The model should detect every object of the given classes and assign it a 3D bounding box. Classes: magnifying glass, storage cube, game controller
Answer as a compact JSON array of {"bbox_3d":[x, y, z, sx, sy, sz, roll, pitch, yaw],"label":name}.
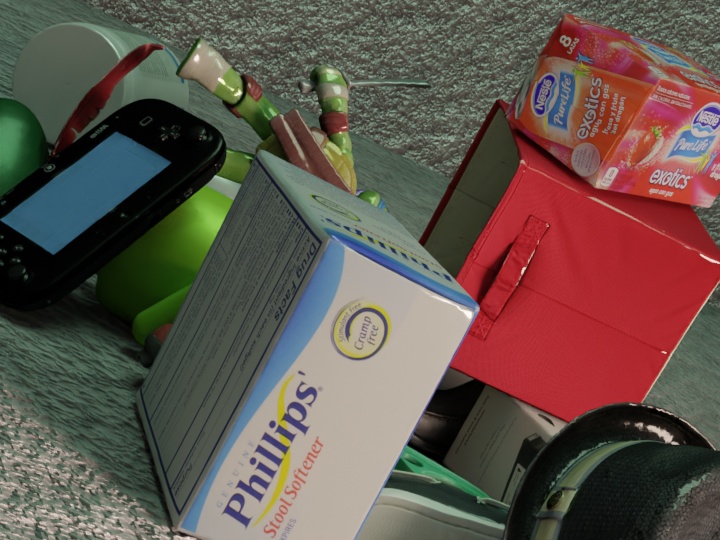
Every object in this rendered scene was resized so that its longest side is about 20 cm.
[{"bbox_3d":[0.029,0.138,1.218,0.200,0.022,0.079,33,10,29],"label":"magnifying glass"},{"bbox_3d":[0.153,-0.004,1.296,0.179,0.172,0.200,25,18,-10],"label":"storage cube"},{"bbox_3d":[-0.188,-0.049,1.152,0.104,0.200,0.042,34,-30,28],"label":"game controller"}]

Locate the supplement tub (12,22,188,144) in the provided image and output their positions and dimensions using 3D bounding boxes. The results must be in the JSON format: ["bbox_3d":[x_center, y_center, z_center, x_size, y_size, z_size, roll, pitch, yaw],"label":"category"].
[{"bbox_3d":[-0.272,-0.192,1.770,0.131,0.132,0.200,30,8,11],"label":"supplement tub"}]

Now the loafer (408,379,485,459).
[{"bbox_3d":[0.083,0.114,1.342,0.199,0.073,0.073,21,13,-35],"label":"loafer"}]

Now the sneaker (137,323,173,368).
[{"bbox_3d":[-0.053,0.064,1.135,0.200,0.098,0.071,22,14,-28],"label":"sneaker"}]

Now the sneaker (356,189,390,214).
[{"bbox_3d":[0.000,0.000,1.389,0.080,0.089,0.201,23,45,-11],"label":"sneaker"}]

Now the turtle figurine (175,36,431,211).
[{"bbox_3d":[-0.068,-0.094,1.302,0.193,0.144,0.201,30,38,-12],"label":"turtle figurine"}]

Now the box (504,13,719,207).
[{"bbox_3d":[0.214,-0.119,1.269,0.100,0.096,0.199,41,21,31],"label":"box"}]

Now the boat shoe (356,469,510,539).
[{"bbox_3d":[0.083,0.175,1.008,0.199,0.076,0.060,28,15,-5],"label":"boat shoe"}]

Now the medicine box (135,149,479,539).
[{"bbox_3d":[-0.040,0.050,0.978,0.103,0.183,0.200,24,10,-21],"label":"medicine box"}]

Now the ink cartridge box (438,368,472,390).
[{"bbox_3d":[0.077,0.071,1.521,0.199,0.085,0.146,30,9,6],"label":"ink cartridge box"}]

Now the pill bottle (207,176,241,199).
[{"bbox_3d":[-0.150,-0.051,1.424,0.112,0.113,0.200,26,10,-16],"label":"pill bottle"}]

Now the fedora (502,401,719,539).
[{"bbox_3d":[0.177,0.165,0.942,0.200,0.202,0.091,24,-25,-24],"label":"fedora"}]

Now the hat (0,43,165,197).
[{"bbox_3d":[-0.258,-0.116,1.247,0.165,0.177,0.200,26,9,-13],"label":"hat"}]

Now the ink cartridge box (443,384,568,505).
[{"bbox_3d":[0.176,0.176,1.244,0.144,0.085,0.200,22,12,-32],"label":"ink cartridge box"}]

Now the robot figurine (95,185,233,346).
[{"bbox_3d":[-0.114,0.003,1.222,0.199,0.116,0.175,29,9,2],"label":"robot figurine"}]
